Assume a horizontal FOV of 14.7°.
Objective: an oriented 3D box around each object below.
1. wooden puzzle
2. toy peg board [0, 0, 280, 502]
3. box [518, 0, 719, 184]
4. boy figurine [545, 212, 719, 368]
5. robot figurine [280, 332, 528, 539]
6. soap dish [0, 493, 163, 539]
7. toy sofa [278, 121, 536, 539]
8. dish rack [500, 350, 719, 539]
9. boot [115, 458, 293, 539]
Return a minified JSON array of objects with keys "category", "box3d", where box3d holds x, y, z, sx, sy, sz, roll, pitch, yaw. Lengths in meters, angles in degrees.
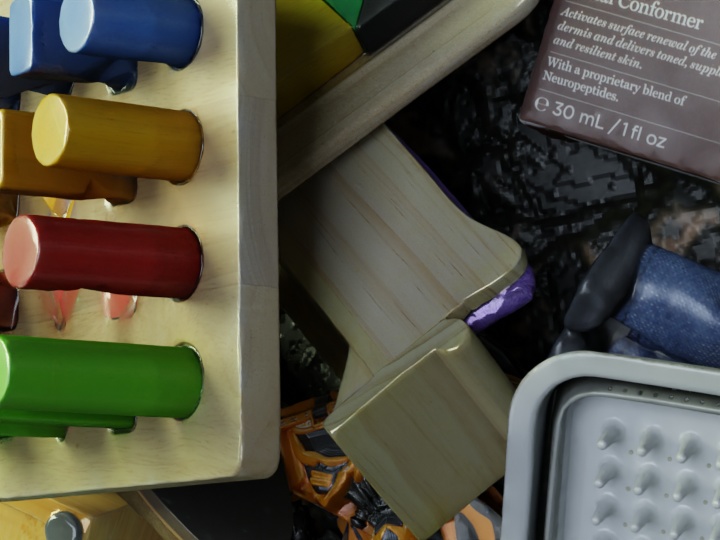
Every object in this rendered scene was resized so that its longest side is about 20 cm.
[{"category":"wooden puzzle","box3d":[-0.047,-0.103,1.112,0.200,0.037,0.185,-40,46,-2]},{"category":"toy peg board","box3d":[-0.126,-0.019,1.036,0.200,0.097,0.200,-10,78,52]},{"category":"box","box3d":[0.143,-0.135,1.071,0.100,0.075,0.201,18,94,26]},{"category":"boy figurine","box3d":[0.166,0.062,1.042,0.199,0.064,0.125,32,131,8]},{"category":"robot figurine","box3d":[0.027,0.123,1.121,0.144,0.058,0.201,-21,79,22]},{"category":"soap dish","box3d":[-0.170,0.158,1.203,0.157,0.081,0.201,21,98,25]},{"category":"toy sofa","box3d":[0.000,0.000,1.086,0.097,0.083,0.200,-38,45,-2]},{"category":"dish rack","box3d":[0.135,0.125,1.012,0.171,0.044,0.201,9,112,17]},{"category":"boot","box3d":[-0.098,0.065,1.144,0.200,0.073,0.076,48,126,32]}]
